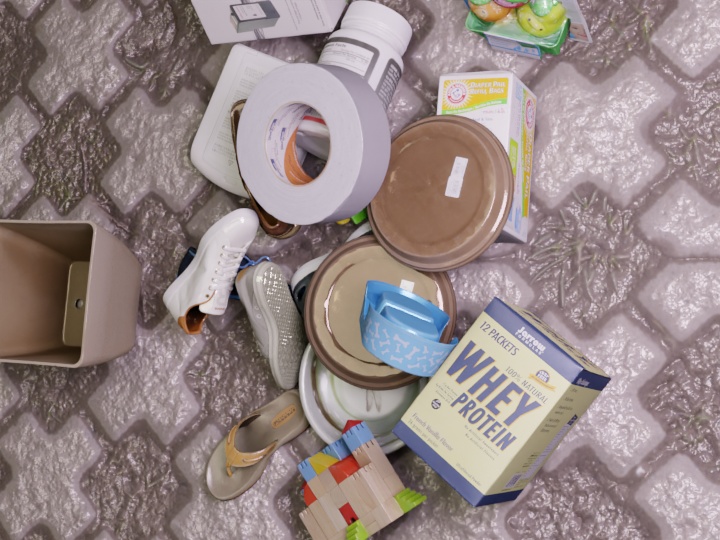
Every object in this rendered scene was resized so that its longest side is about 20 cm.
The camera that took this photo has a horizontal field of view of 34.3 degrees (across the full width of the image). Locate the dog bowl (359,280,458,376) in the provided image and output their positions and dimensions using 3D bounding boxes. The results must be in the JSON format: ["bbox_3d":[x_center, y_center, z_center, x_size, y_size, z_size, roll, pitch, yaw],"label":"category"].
[{"bbox_3d":[0.050,0.069,1.378,0.111,0.200,0.050,23,101,-7],"label":"dog bowl"}]

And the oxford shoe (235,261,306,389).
[{"bbox_3d":[-0.120,0.072,1.579,0.057,0.075,0.201,7,128,32],"label":"oxford shoe"}]

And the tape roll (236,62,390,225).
[{"bbox_3d":[-0.061,-0.160,1.476,0.199,0.066,0.202,4,97,34],"label":"tape roll"}]

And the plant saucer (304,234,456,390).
[{"bbox_3d":[0.024,0.052,1.498,0.198,0.029,0.202,-1,82,7],"label":"plant saucer"}]

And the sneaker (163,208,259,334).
[{"bbox_3d":[-0.187,0.007,1.579,0.200,0.072,0.085,-52,55,28],"label":"sneaker"}]

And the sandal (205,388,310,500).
[{"bbox_3d":[-0.147,0.236,1.615,0.200,0.054,0.081,-43,68,12],"label":"sandal"}]

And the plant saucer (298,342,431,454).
[{"bbox_3d":[0.016,0.147,1.558,0.198,0.050,0.202,-4,81,24],"label":"plant saucer"}]

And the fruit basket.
[{"bbox_3d":[0.189,-0.342,1.474,0.184,0.200,0.094,18,88,24],"label":"fruit basket"}]

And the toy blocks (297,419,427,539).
[{"bbox_3d":[-0.022,0.283,1.510,0.200,0.100,0.137,-43,75,41],"label":"toy blocks"}]

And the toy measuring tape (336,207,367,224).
[{"bbox_3d":[0.042,-0.131,1.589,0.199,0.074,0.074,-37,69,-1],"label":"toy measuring tape"}]

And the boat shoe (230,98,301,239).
[{"bbox_3d":[-0.132,-0.142,1.587,0.071,0.068,0.202,-18,84,10],"label":"boat shoe"}]

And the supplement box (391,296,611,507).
[{"bbox_3d":[0.175,0.160,1.403,0.134,0.200,0.200,40,97,21],"label":"supplement box"}]

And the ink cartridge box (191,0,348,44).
[{"bbox_3d":[-0.118,-0.402,1.649,0.198,0.084,0.146,0,45,25],"label":"ink cartridge box"}]

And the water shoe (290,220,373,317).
[{"bbox_3d":[0.000,0.000,1.567,0.199,0.071,0.079,-33,53,17],"label":"water shoe"}]

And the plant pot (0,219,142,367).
[{"bbox_3d":[-0.424,0.040,1.699,0.198,0.177,0.202,2,83,23],"label":"plant pot"}]

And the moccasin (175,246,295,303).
[{"bbox_3d":[-0.179,0.005,1.649,0.198,0.080,0.069,11,89,24],"label":"moccasin"}]

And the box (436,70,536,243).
[{"bbox_3d":[0.158,-0.143,1.505,0.101,0.112,0.202,2,83,25],"label":"box"}]

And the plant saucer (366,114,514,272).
[{"bbox_3d":[0.093,-0.099,1.451,0.198,0.029,0.202,-5,78,25],"label":"plant saucer"}]

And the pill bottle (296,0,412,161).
[{"bbox_3d":[-0.010,-0.253,1.584,0.113,0.114,0.201,17,76,25],"label":"pill bottle"}]

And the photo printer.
[{"bbox_3d":[-0.146,-0.205,1.672,0.165,0.069,0.201,24,92,23],"label":"photo printer"}]
